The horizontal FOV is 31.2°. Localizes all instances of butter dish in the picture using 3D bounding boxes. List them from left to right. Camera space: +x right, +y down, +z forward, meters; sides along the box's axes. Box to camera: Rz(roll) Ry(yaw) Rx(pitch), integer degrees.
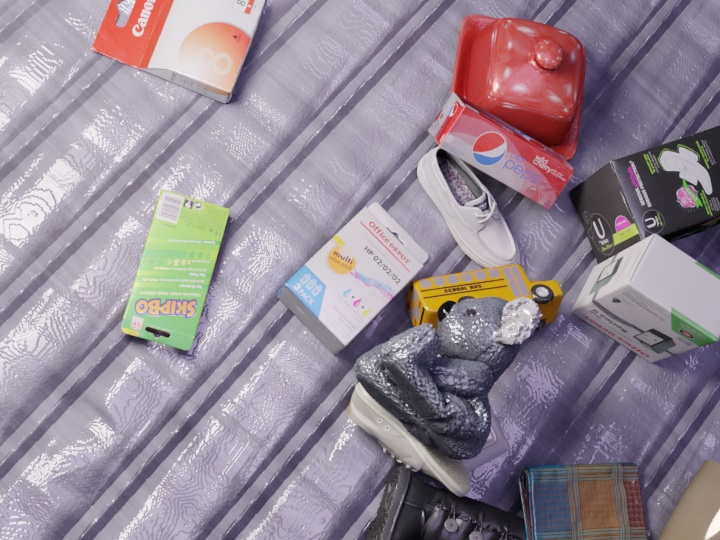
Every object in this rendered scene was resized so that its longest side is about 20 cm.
[{"bbox_3d":[0.241,-0.278,1.818,0.199,0.148,0.201,13,73,-11],"label":"butter dish"}]

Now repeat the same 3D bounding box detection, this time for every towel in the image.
[{"bbox_3d":[0.299,0.329,1.708,0.199,0.022,0.148,2,75,-30],"label":"towel"}]

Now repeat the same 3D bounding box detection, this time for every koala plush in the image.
[{"bbox_3d":[0.130,0.111,1.609,0.184,0.177,0.200,47,68,-3],"label":"koala plush"}]

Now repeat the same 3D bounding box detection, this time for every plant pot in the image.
[{"bbox_3d":[0.460,0.386,1.682,0.187,0.187,0.200,43,82,0],"label":"plant pot"}]

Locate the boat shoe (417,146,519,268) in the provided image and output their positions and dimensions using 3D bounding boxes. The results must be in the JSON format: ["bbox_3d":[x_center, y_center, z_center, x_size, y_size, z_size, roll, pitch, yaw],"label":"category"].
[{"bbox_3d":[0.157,-0.088,1.786,0.072,0.069,0.201,-29,84,-20],"label":"boat shoe"}]

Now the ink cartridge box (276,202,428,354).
[{"bbox_3d":[0.000,0.000,1.722,0.115,0.068,0.200,45,69,0],"label":"ink cartridge box"}]

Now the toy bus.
[{"bbox_3d":[0.169,0.043,1.746,0.199,0.065,0.079,-9,49,-16],"label":"toy bus"}]

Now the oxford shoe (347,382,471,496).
[{"bbox_3d":[0.061,0.224,1.677,0.200,0.075,0.058,41,109,3],"label":"oxford shoe"}]

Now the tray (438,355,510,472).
[{"bbox_3d":[0.115,0.172,1.730,0.107,0.022,0.201,-25,83,-18],"label":"tray"}]

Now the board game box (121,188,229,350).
[{"bbox_3d":[-0.241,0.000,1.683,0.095,0.030,0.201,17,69,-9],"label":"board game box"}]

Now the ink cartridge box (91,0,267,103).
[{"bbox_3d":[-0.244,-0.340,1.763,0.199,0.050,0.163,22,71,-11],"label":"ink cartridge box"}]

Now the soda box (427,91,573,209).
[{"bbox_3d":[0.195,-0.164,1.778,0.199,0.063,0.070,26,107,-23],"label":"soda box"}]

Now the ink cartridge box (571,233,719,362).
[{"bbox_3d":[0.395,0.043,1.743,0.146,0.200,0.084,32,73,-4],"label":"ink cartridge box"}]

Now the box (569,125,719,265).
[{"bbox_3d":[0.425,-0.104,1.816,0.199,0.149,0.125,-17,82,-19],"label":"box"}]

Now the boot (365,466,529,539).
[{"bbox_3d":[0.110,0.365,1.658,0.199,0.066,0.166,26,72,-11],"label":"boot"}]
